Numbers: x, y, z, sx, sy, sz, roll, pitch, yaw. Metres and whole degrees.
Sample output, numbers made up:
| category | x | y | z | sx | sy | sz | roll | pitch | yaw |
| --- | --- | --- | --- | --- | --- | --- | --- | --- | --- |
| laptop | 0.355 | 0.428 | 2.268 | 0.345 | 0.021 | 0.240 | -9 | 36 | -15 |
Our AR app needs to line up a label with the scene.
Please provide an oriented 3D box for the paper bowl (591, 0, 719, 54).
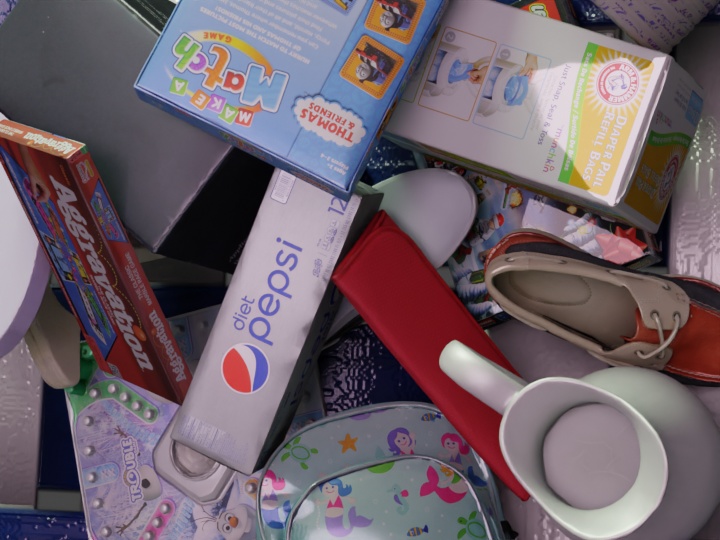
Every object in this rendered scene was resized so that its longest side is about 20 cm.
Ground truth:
| category | x | y | z | sx | sy | sz | roll | pitch | yaw |
| --- | --- | --- | --- | --- | --- | --- | --- | --- | --- |
| paper bowl | 0.157 | -0.239 | 1.417 | 0.104 | 0.201 | 0.201 | -46 | 70 | 8 |

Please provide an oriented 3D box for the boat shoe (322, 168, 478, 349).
| category | x | y | z | sx | sy | sz | roll | pitch | yaw |
| --- | --- | --- | --- | --- | --- | --- | --- | --- | --- |
| boat shoe | 0.002 | 0.002 | 1.497 | 0.199 | 0.068 | 0.074 | -44 | 82 | 13 |

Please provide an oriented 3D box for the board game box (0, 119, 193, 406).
| category | x | y | z | sx | sy | sz | roll | pitch | yaw |
| --- | --- | --- | --- | --- | --- | --- | --- | --- | --- |
| board game box | -0.177 | -0.004 | 1.456 | 0.019 | 0.201 | 0.103 | -39 | 34 | -27 |

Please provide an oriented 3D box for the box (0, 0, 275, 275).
| category | x | y | z | sx | sy | sz | roll | pitch | yaw |
| --- | --- | --- | --- | --- | --- | --- | --- | --- | --- |
| box | -0.131 | -0.102 | 1.511 | 0.197 | 0.200 | 0.118 | 41 | 98 | 21 |

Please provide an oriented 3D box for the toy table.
| category | x | y | z | sx | sy | sz | roll | pitch | yaw |
| --- | --- | --- | --- | --- | --- | --- | --- | --- | --- |
| toy table | -0.241 | -0.021 | 1.573 | 0.183 | 0.117 | 0.201 | 1 | 76 | 32 |

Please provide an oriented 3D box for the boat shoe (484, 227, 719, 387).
| category | x | y | z | sx | sy | sz | roll | pitch | yaw |
| --- | --- | --- | --- | --- | --- | --- | --- | --- | --- |
| boat shoe | 0.174 | 0.030 | 1.424 | 0.199 | 0.063 | 0.072 | 22 | 107 | 3 |

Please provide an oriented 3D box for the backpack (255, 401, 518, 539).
| category | x | y | z | sx | sy | sz | roll | pitch | yaw |
| --- | --- | --- | --- | --- | --- | --- | --- | --- | --- |
| backpack | 0.017 | 0.188 | 1.444 | 0.176 | 0.151 | 0.201 | -12 | 69 | -4 |

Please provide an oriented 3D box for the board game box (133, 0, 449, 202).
| category | x | y | z | sx | sy | sz | roll | pitch | yaw |
| --- | --- | --- | --- | --- | --- | --- | --- | --- | --- |
| board game box | -0.030 | -0.165 | 1.374 | 0.151 | 0.037 | 0.201 | 26 | 80 | 4 |

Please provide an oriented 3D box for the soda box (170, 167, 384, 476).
| category | x | y | z | sx | sy | sz | roll | pitch | yaw |
| --- | --- | --- | --- | --- | --- | --- | --- | --- | --- |
| soda box | -0.055 | 0.029 | 1.442 | 0.063 | 0.068 | 0.201 | 23 | 99 | 11 |

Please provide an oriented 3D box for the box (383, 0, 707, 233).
| category | x | y | z | sx | sy | sz | roll | pitch | yaw |
| --- | --- | --- | --- | --- | --- | --- | --- | --- | --- |
| box | 0.109 | -0.108 | 1.422 | 0.199 | 0.112 | 0.102 | 20 | 90 | 24 |

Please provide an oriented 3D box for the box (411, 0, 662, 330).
| category | x | y | z | sx | sy | sz | roll | pitch | yaw |
| --- | --- | --- | --- | --- | --- | --- | --- | --- | --- |
| box | 0.109 | -0.076 | 1.501 | 0.136 | 0.040 | 0.201 | -22 | 76 | 16 |

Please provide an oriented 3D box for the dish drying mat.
| category | x | y | z | sx | sy | sz | roll | pitch | yaw |
| --- | --- | --- | --- | --- | --- | --- | --- | --- | --- |
| dish drying mat | 0.061 | 0.056 | 1.434 | 0.018 | 0.077 | 0.200 | -24 | 112 | 43 |

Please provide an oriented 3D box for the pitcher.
| category | x | y | z | sx | sy | sz | roll | pitch | yaw |
| --- | --- | --- | --- | --- | --- | --- | --- | --- | --- |
| pitcher | 0.141 | 0.104 | 1.379 | 0.171 | 0.200 | 0.121 | 39 | 97 | 21 |

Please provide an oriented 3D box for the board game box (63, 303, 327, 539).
| category | x | y | z | sx | sy | sz | roll | pitch | yaw |
| --- | --- | --- | --- | --- | --- | --- | --- | --- | --- |
| board game box | -0.118 | 0.129 | 1.570 | 0.199 | 0.026 | 0.201 | -15 | 78 | 19 |
